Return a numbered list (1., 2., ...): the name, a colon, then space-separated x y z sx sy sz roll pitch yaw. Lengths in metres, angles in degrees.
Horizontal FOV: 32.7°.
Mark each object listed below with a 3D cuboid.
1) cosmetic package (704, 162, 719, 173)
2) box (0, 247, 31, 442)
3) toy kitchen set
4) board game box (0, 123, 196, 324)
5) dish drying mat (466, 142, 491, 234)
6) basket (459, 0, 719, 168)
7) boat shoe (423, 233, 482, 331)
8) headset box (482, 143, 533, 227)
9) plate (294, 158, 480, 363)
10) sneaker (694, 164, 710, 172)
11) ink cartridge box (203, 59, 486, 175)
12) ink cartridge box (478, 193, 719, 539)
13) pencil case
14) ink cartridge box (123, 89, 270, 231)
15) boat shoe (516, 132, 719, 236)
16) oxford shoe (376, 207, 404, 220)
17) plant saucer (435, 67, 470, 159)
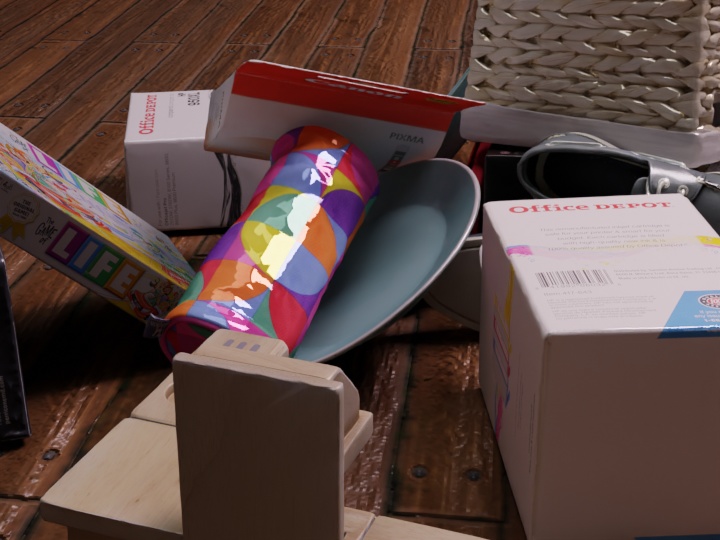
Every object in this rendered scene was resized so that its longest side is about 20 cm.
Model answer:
1. cosmetic package: 0.312 -0.002 0.825 0.198 0.051 0.082 27 33 18
2. box: -0.318 0.025 0.748 0.196 0.125 0.200 -11 25 -19
3. toy kitchen set: -0.020 0.079 0.573 0.197 0.165 0.181 9 26 19
4. board game box: -0.184 -0.029 0.801 0.200 0.034 0.134 37 4 -41
5. dish drying mat: 0.098 -0.073 1.009 0.018 0.078 0.200 5 25 9
6. basket: 0.187 -0.155 0.904 0.198 0.125 0.135 12 19 37
7. boat shoe: 0.134 0.000 0.852 0.197 0.076 0.062 -1 26 -6
8. headset box: 0.178 -0.073 0.983 0.147 0.076 0.200 3 16 11
9. plate: 0.000 0.000 0.825 0.199 0.026 0.201 -31 27 17
10. sneaker: 0.270 -0.119 1.092 0.197 0.078 0.089 -5 6 9
11. ink cartridge box: -0.018 -0.099 0.857 0.160 0.051 0.200 8 1 -14
12. ink cartridge box: 0.141 0.043 0.694 0.127 0.127 0.200 -2 24 -3
13. pencil case: -0.058 -0.005 0.787 0.087 0.089 0.201 11 47 23
14. ink cartridge box: -0.102 -0.100 1.062 0.197 0.085 0.145 -4 24 -7
15. boat shoe: 0.189 -0.038 0.793 0.199 0.074 0.061 28 21 34
16. oxford shoe: 0.003 -0.028 0.946 0.199 0.072 0.072 26 12 41
17. plant saucer: 0.088 -0.139 1.068 0.036 0.200 0.200 37 28 -3
